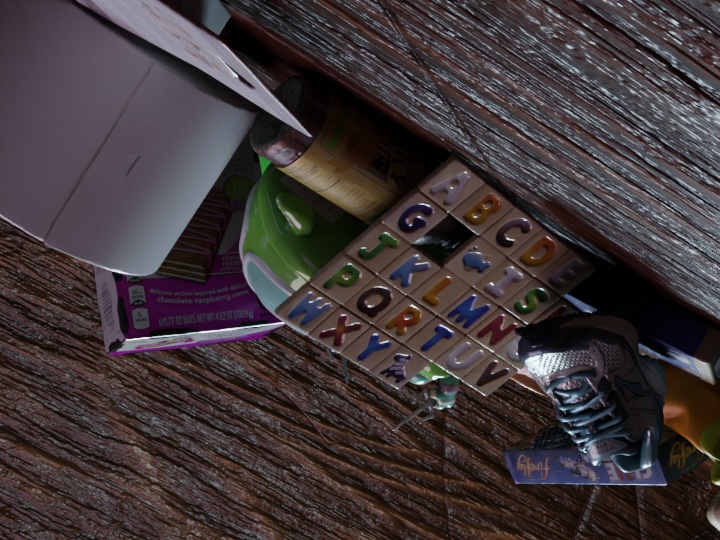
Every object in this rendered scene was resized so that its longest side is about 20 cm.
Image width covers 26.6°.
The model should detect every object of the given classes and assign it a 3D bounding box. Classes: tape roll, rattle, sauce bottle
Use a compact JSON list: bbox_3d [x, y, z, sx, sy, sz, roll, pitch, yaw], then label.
[{"bbox_3d":[-0.186,-0.110,1.035,0.202,0.139,0.203,33,-170,-7],"label":"tape roll"},{"bbox_3d":[0.272,0.127,1.143,0.143,0.130,0.200,56,-151,6],"label":"rattle"},{"bbox_3d":[0.020,-0.060,1.037,0.200,0.065,0.065,30,178,-30],"label":"sauce bottle"}]

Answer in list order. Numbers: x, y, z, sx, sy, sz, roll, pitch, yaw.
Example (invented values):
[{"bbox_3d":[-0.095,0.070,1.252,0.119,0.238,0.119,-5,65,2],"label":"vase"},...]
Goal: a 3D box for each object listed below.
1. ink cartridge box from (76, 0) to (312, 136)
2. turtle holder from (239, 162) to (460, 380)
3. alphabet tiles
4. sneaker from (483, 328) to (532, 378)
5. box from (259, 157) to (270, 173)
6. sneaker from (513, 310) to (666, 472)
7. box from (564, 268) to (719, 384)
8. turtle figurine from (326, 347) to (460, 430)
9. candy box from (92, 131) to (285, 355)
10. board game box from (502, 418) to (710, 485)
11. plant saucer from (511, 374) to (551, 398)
[{"bbox_3d":[-0.109,-0.153,0.825,0.176,0.045,0.200,30,178,13],"label":"ink cartridge box"},{"bbox_3d":[-0.002,-0.010,1.133,0.185,0.141,0.132,18,140,-16],"label":"turtle holder"},{"bbox_3d":[0.065,0.020,1.067,0.200,0.167,0.008,34,-156,-39],"label":"alphabet tiles"},{"bbox_3d":[0.155,0.062,1.200,0.108,0.067,0.201,29,-179,13],"label":"sneaker"},{"bbox_3d":[-0.133,-0.094,1.396,0.176,0.097,0.200,27,-172,23],"label":"box"},{"bbox_3d":[0.175,0.090,1.094,0.077,0.087,0.200,-14,152,29],"label":"sneaker"},{"bbox_3d":[0.186,0.022,1.166,0.200,0.032,0.121,30,178,19],"label":"box"},{"bbox_3d":[0.056,0.069,1.481,0.150,0.101,0.200,47,-149,-17],"label":"turtle figurine"},{"bbox_3d":[-0.143,-0.042,1.193,0.136,0.201,0.061,-6,167,-26],"label":"candy box"},{"bbox_3d":[0.239,0.147,1.346,0.200,0.135,0.035,-11,100,57],"label":"board game box"},{"bbox_3d":[0.150,0.052,1.467,0.200,0.037,0.200,30,-161,-11],"label":"plant saucer"}]
